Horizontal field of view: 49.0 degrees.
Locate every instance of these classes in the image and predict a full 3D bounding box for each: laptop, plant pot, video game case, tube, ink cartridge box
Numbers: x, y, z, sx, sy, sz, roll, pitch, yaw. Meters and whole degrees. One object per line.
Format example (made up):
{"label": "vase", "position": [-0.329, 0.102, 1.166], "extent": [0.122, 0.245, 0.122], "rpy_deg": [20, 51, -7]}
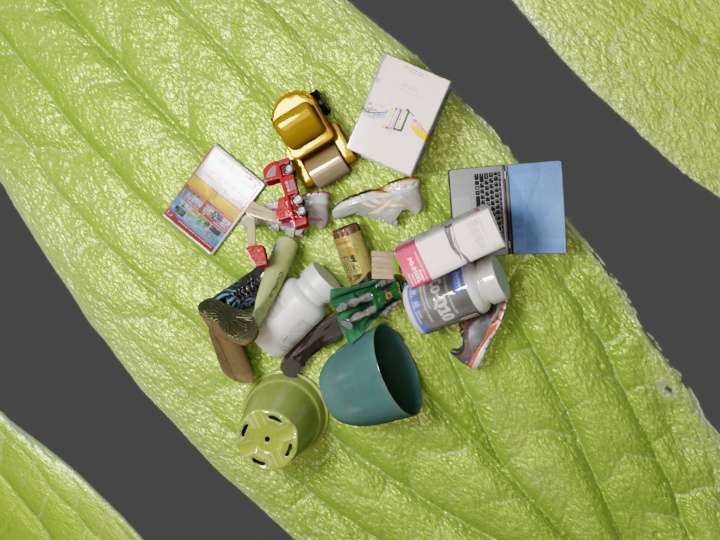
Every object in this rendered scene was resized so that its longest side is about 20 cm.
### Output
{"label": "laptop", "position": [0.295, -0.119, 1.598], "extent": [0.199, 0.116, 0.188], "rpy_deg": [-7, 97, -17]}
{"label": "plant pot", "position": [-0.180, 0.334, 1.690], "extent": [0.199, 0.184, 0.202], "rpy_deg": [1, 99, 7]}
{"label": "video game case", "position": [-0.319, -0.154, 1.725], "extent": [0.143, 0.017, 0.200], "rpy_deg": [39, 100, 0]}
{"label": "tube", "position": [-0.183, 0.023, 1.643], "extent": [0.052, 0.201, 0.058], "rpy_deg": [-12, 136, 40]}
{"label": "plant pot", "position": [0.011, 0.232, 1.653], "extent": [0.160, 0.201, 0.201], "rpy_deg": [-24, 94, 21]}
{"label": "ink cartridge box", "position": [0.174, -0.049, 1.543], "extent": [0.199, 0.145, 0.085], "rpy_deg": [-25, 95, 8]}
{"label": "ink cartridge box", "position": [0.080, -0.307, 1.588], "extent": [0.144, 0.147, 0.201], "rpy_deg": [24, 100, 3]}

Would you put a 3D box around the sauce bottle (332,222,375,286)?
{"label": "sauce bottle", "position": [0.000, 0.000, 1.681], "extent": [0.066, 0.066, 0.201], "rpy_deg": [-20, 96, 9]}

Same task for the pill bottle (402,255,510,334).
{"label": "pill bottle", "position": [0.198, 0.048, 1.620], "extent": [0.199, 0.114, 0.114], "rpy_deg": [-24, 94, 22]}

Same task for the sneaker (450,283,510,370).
{"label": "sneaker", "position": [0.249, 0.109, 1.663], "extent": [0.082, 0.077, 0.201], "rpy_deg": [26, 100, 9]}

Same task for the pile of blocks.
{"label": "pile of blocks", "position": [0.109, -0.036, 1.659], "extent": [0.199, 0.062, 0.082], "rpy_deg": [-24, 95, -1]}

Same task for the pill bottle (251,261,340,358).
{"label": "pill bottle", "position": [-0.139, 0.081, 1.685], "extent": [0.114, 0.114, 0.200], "rpy_deg": [45, 101, -1]}

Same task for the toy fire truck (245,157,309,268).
{"label": "toy fire truck", "position": [-0.180, -0.117, 1.613], "extent": [0.140, 0.049, 0.201], "rpy_deg": [-17, 84, 0]}

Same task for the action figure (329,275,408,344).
{"label": "action figure", "position": [0.034, 0.060, 1.638], "extent": [0.055, 0.200, 0.119], "rpy_deg": [-2, 108, 48]}

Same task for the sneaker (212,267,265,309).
{"label": "sneaker", "position": [-0.251, 0.053, 1.712], "extent": [0.200, 0.082, 0.073], "rpy_deg": [-35, 91, 9]}

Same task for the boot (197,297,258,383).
{"label": "boot", "position": [-0.255, 0.163, 1.662], "extent": [0.175, 0.066, 0.201], "rpy_deg": [31, 146, 38]}

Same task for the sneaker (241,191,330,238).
{"label": "sneaker", "position": [-0.155, -0.108, 1.679], "extent": [0.199, 0.081, 0.089], "rpy_deg": [-11, 95, 9]}

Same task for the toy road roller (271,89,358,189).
{"label": "toy road roller", "position": [-0.105, -0.270, 1.617], "extent": [0.123, 0.146, 0.201], "rpy_deg": [-29, 93, 10]}

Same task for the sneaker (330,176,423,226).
{"label": "sneaker", "position": [0.038, -0.128, 1.658], "extent": [0.199, 0.076, 0.092], "rpy_deg": [-16, 100, 10]}

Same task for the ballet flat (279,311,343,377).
{"label": "ballet flat", "position": [-0.101, 0.153, 1.727], "extent": [0.200, 0.046, 0.067], "rpy_deg": [-44, 124, 9]}
